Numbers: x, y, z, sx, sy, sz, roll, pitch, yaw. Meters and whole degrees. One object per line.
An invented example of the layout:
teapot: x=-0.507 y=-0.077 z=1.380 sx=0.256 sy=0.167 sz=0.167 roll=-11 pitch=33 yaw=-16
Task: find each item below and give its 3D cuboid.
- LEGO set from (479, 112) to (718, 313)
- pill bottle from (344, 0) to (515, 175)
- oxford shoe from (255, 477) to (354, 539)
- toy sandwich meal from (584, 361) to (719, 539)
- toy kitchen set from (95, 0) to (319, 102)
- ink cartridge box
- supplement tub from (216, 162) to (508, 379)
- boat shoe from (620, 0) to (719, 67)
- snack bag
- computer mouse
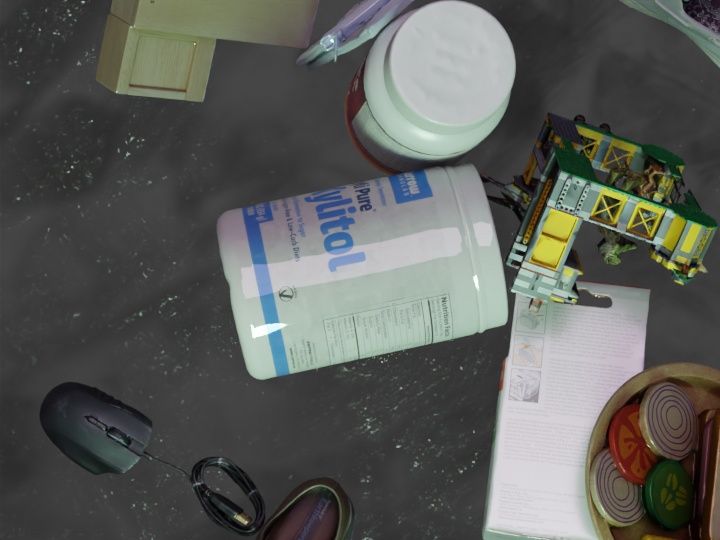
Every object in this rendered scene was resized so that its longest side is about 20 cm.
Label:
LEGO set: x=0.175 y=-0.028 z=1.425 sx=0.153 sy=0.200 sz=0.116 roll=15 pitch=112 yaw=-16
pill bottle: x=0.052 y=-0.135 z=1.421 sx=0.109 sy=0.200 sz=0.110 roll=1 pitch=84 yaw=-7
oxford shoe: x=-0.070 y=0.237 z=1.382 sx=0.073 sy=0.084 sz=0.200 roll=24 pitch=77 yaw=6
toy sandwich meal: x=0.259 y=0.157 z=1.380 sx=0.205 sy=0.070 sz=0.206 roll=6 pitch=75 yaw=-23
toy kitchen set: x=-0.143 y=-0.256 z=1.545 sx=0.163 sy=0.180 sz=0.201 roll=3 pitch=109 yaw=-35
ink cartridge box: x=0.157 y=0.109 z=1.435 sx=0.109 sy=0.050 sz=0.201 roll=7 pitch=73 yaw=3
supplement tub: x=0.000 y=0.000 z=1.427 sx=0.199 sy=0.132 sz=0.132 roll=-13 pitch=74 yaw=-3
boat shoe: x=0.268 y=-0.226 z=1.520 sx=0.201 sy=0.072 sz=0.070 roll=40 pitch=78 yaw=11
snack bag: x=0.039 y=-0.228 z=1.464 sx=0.189 sy=0.200 sz=0.021 roll=-43 pitch=99 yaw=-11
computer mouse: x=-0.157 y=0.140 z=1.425 sx=0.200 sy=0.034 sz=0.059 roll=25 pitch=75 yaw=15
